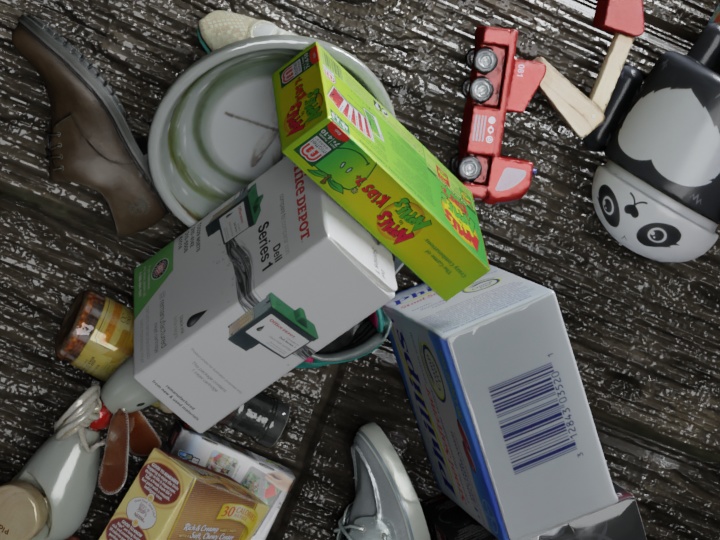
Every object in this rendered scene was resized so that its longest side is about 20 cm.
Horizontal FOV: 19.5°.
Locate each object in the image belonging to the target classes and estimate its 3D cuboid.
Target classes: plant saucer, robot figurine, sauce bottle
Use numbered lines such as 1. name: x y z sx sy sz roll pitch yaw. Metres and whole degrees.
1. plant saucer: -0.072 -0.109 1.669 0.199 0.050 0.201 -6 128 -7
2. robot figurine: 0.277 -0.105 1.762 0.124 0.150 0.201 26 99 -24
3. sauce bottle: -0.152 0.085 1.728 0.199 0.066 0.066 27 91 -17

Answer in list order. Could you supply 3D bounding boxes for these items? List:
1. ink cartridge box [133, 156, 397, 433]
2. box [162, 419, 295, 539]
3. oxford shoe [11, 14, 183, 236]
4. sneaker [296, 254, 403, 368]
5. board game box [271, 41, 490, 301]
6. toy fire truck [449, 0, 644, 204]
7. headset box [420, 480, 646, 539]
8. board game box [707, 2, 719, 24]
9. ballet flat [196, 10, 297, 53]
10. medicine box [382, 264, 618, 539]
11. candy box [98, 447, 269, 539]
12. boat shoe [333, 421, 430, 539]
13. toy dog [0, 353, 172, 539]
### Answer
1. ink cartridge box: -0.078 0.009 1.632 0.200 0.146 0.084 -36 122 19
2. box: -0.147 0.239 1.764 0.110 0.035 0.201 26 92 -15
3. oxford shoe: -0.225 -0.112 1.678 0.084 0.073 0.201 -35 104 -4
4. sneaker: 0.000 0.000 1.720 0.083 0.121 0.201 35 89 -15
5. board game box: 0.016 -0.075 1.615 0.048 0.102 0.200 -35 126 20
6. toy fire truck: 0.157 -0.151 1.765 0.140 0.049 0.201 7 96 -7
7. headset box: 0.145 0.226 1.745 0.148 0.200 0.075 -20 102 -10
8. board game box: 0.419 -0.201 1.798 0.199 0.103 0.105 30 90 -15
9. ballet flat: -0.043 -0.157 1.714 0.200 0.068 0.062 39 127 -21
10. medicine box: 0.109 0.104 1.719 0.102 0.200 0.183 -21 102 -11
11. candy box: -0.169 0.251 1.685 0.201 0.055 0.115 -58 146 1
12. boat shoe: 0.017 0.231 1.783 0.071 0.070 0.202 -20 105 -15
13. toy dog: -0.211 0.163 1.675 0.096 0.132 0.200 45 123 1
